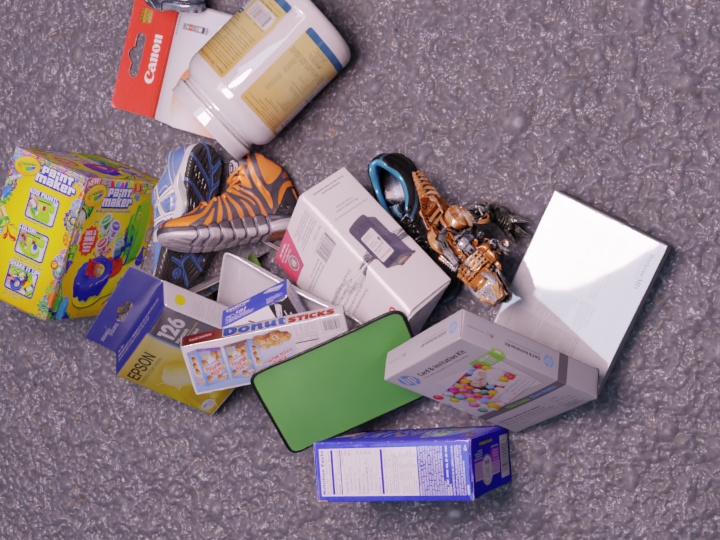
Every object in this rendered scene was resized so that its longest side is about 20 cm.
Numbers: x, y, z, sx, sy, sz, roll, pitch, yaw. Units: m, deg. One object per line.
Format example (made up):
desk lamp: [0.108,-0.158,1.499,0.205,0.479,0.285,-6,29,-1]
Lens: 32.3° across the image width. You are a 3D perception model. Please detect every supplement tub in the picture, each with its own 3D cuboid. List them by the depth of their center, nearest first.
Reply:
supplement tub: [-0.125,-0.252,1.557,0.200,0.145,0.145,-44,76,2]

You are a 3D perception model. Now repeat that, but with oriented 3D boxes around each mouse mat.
mouse mat: [-0.019,0.135,1.479,0.197,0.162,0.008,-23,43,1]

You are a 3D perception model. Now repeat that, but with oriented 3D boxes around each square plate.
square plate: [-0.095,0.080,1.575,0.196,0.029,0.202,27,138,10]

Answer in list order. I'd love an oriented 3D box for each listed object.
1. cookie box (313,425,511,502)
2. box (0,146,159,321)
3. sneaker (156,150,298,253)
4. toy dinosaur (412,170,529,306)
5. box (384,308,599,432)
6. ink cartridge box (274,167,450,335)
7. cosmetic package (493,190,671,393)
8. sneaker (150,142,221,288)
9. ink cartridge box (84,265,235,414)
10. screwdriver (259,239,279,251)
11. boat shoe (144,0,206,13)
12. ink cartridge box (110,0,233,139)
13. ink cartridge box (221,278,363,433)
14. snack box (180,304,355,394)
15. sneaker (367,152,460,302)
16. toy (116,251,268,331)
cookie box: [0.065,0.233,1.503,0.197,0.171,0.077,-5,87,22]
box: [-0.382,-0.050,1.654,0.120,0.199,0.196,22,100,19]
sneaker: [-0.176,-0.090,1.604,0.077,0.197,0.114,-31,70,60]
toy dinosaur: [0.126,-0.044,1.478,0.101,0.135,0.203,-27,71,35]
box: [0.151,0.120,1.432,0.155,0.198,0.042,-33,39,50]
ink cartridge box: [0.000,0.000,1.534,0.200,0.084,0.145,47,145,14]
cosmetic package: [0.260,0.028,1.484,0.149,0.052,0.203,29,102,20]
sneaker: [-0.239,-0.068,1.641,0.076,0.075,0.204,7,80,42]
ink cartridge box: [-0.237,0.094,1.583,0.197,0.048,0.198,22,142,-18]
screwdriver: [-0.170,-0.066,1.665,0.197,0.028,0.029,23,71,17]
boat shoe: [-0.289,-0.397,1.637,0.197,0.071,0.092,16,118,23]
ink cartridge box: [-0.248,-0.278,1.677,0.197,0.050,0.165,17,97,17]
ink cartridge box: [-0.082,0.117,1.518,0.093,0.044,0.202,-25,116,10]
snack box: [-0.108,0.094,1.464,0.196,0.024,0.073,-11,121,4]
sneaker: [0.059,-0.051,1.544,0.073,0.082,0.202,-28,83,17]
toy: [-0.213,0.041,1.640,0.198,0.115,0.048,-29,94,20]
